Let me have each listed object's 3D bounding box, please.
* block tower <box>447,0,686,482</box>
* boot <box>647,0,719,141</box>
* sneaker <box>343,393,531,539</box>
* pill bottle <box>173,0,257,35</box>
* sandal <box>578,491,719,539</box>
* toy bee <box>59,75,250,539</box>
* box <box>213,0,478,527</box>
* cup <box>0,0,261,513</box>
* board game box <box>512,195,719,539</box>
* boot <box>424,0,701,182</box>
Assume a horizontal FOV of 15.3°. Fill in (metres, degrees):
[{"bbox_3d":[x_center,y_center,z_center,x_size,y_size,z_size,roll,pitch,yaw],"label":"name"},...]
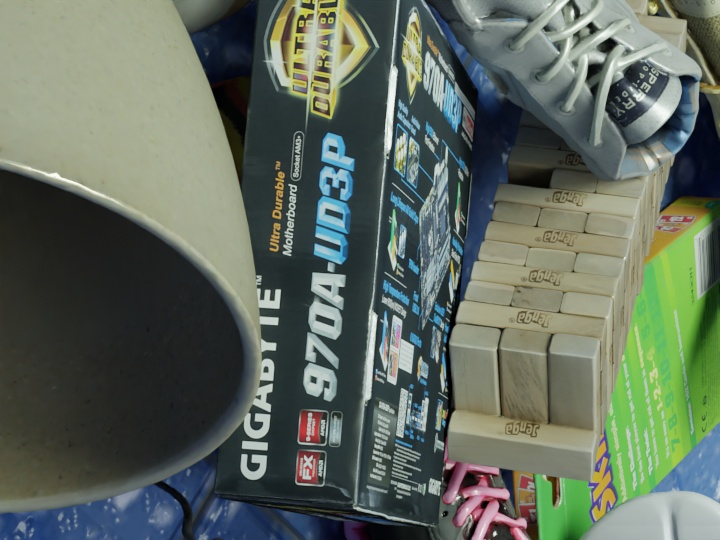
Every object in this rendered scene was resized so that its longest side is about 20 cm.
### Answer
[{"bbox_3d":[0.079,-0.019,0.981,0.058,0.054,0.201,84,18,-47],"label":"block tower"},{"bbox_3d":[0.162,-0.060,1.080,0.156,0.072,0.201,52,40,-39],"label":"boot"},{"bbox_3d":[0.034,0.090,0.995,0.079,0.095,0.201,-21,114,-39],"label":"sneaker"},{"bbox_3d":[-0.016,-0.161,0.864,0.200,0.115,0.116,-33,122,-38],"label":"pill bottle"},{"bbox_3d":[0.125,0.167,1.040,0.059,0.079,0.208,-59,144,-58],"label":"sandal"},{"bbox_3d":[-0.079,0.017,0.862,0.200,0.108,0.132,-71,163,-54],"label":"toy bee"},{"bbox_3d":[0.000,0.000,0.860,0.200,0.046,0.160,36,59,-79],"label":"box"},{"bbox_3d":[-0.122,-0.040,0.749,0.200,0.199,0.144,38,45,-44],"label":"cup"},{"bbox_3d":[0.104,0.045,1.070,0.200,0.030,0.096,-36,126,-58],"label":"board game box"},{"bbox_3d":[0.070,-0.086,0.878,0.074,0.096,0.200,-46,164,5],"label":"boot"}]
